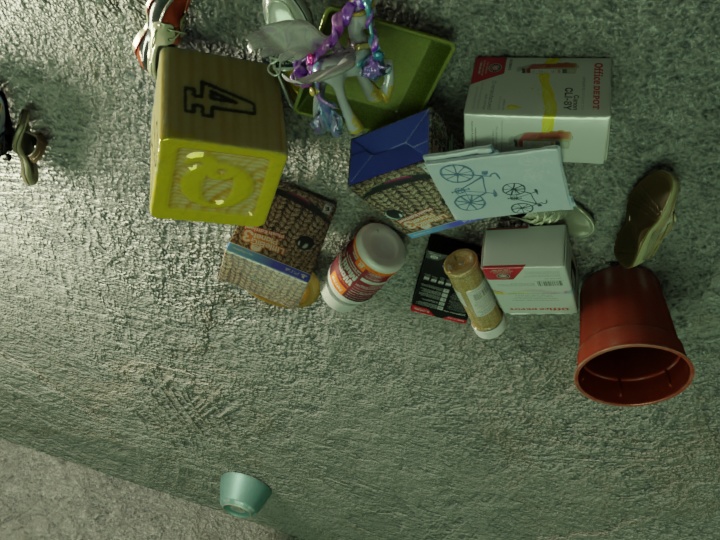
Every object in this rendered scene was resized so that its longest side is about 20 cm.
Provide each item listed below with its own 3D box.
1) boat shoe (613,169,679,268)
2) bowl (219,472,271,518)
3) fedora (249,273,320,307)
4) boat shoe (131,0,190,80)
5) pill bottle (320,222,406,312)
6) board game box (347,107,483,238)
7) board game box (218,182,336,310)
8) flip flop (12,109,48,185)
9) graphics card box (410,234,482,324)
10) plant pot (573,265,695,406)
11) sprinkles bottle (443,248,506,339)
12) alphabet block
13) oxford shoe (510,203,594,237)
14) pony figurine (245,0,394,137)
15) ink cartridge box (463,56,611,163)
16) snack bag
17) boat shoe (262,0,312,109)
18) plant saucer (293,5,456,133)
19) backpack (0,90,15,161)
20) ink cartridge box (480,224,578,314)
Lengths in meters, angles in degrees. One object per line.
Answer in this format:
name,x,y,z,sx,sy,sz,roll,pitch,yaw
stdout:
boat shoe,0.486,-0.087,1.178,0.064,0.072,0.201,-15,139,-17
bowl,-0.434,0.832,2.591,0.199,0.106,0.202,11,142,9
fedora,-0.173,-0.003,1.515,0.198,0.082,0.202,11,141,9
boat shoe,-0.306,-0.380,1.119,0.063,0.071,0.200,58,141,2
pill bottle,0.000,0.000,1.429,0.109,0.110,0.200,28,140,-13
board game box,0.100,-0.153,1.174,0.158,0.098,0.199,-15,149,34
board game box,-0.154,-0.054,1.341,0.158,0.201,0.097,21,142,-5
flip flop,-0.660,-0.245,1.432,0.057,0.082,0.201,6,145,-13
graphics card box,0.178,0.021,1.431,0.124,0.051,0.201,14,142,4
plant pot,0.482,0.111,1.290,0.198,0.197,0.202,5,140,4
sprinkles bottle,0.221,0.047,1.354,0.068,0.069,0.201,-6,137,27
alphabet block,-0.237,-0.212,1.155,0.194,0.202,0.196,3,146,-19
oxford shoe,0.315,-0.100,1.230,0.198,0.058,0.075,25,139,-11
pony figurine,-0.036,-0.281,0.972,0.167,0.192,0.201,49,160,35
ink cartridge box,0.257,-0.235,1.023,0.198,0.146,0.084,5,139,15
snack bag,0.211,-0.131,1.054,0.198,0.022,0.189,-4,155,22
boat shoe,-0.114,-0.333,1.097,0.074,0.087,0.203,6,140,14
plant saucer,0.016,-0.305,1.081,0.198,0.048,0.200,11,142,-15
backpack,-0.778,-0.301,1.357,0.199,0.155,0.191,29,130,-8
ink cartridge box,0.314,0.003,1.294,0.144,0.084,0.200,-2,153,23
